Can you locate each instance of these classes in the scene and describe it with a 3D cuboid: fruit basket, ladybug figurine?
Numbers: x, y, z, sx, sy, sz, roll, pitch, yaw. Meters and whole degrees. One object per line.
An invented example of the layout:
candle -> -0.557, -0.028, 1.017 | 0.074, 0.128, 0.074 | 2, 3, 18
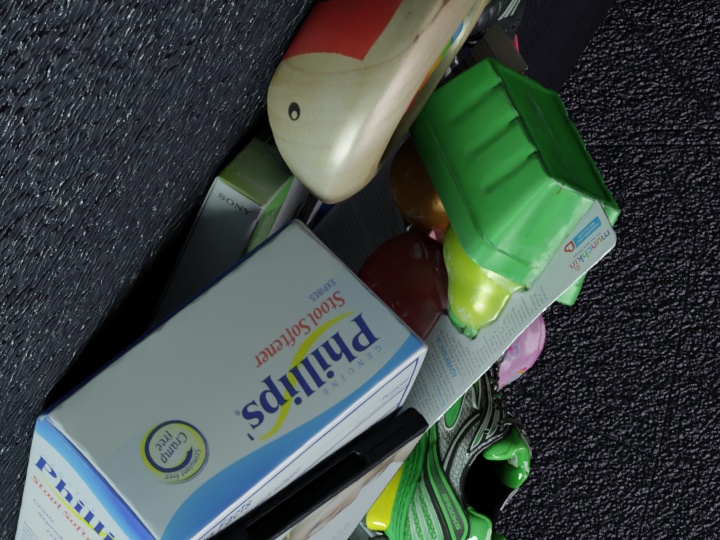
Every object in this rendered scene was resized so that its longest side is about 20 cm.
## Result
fruit basket -> 0.051, -0.011, 1.405 | 0.200, 0.094, 0.185 | -52, -140, 28
ladybug figurine -> 0.012, -0.126, 1.332 | 0.200, 0.072, 0.136 | -56, 175, -32

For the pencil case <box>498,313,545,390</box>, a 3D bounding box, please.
pencil case -> 0.023, 0.060, 1.519 | 0.200, 0.087, 0.088 | -27, 153, -41

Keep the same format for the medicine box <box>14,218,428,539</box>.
medicine box -> -0.079, 0.100, 1.309 | 0.182, 0.103, 0.200 | -39, 165, -27

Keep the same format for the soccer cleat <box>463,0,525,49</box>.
soccer cleat -> 0.081, -0.178, 1.672 | 0.200, 0.067, 0.081 | -53, 143, -60

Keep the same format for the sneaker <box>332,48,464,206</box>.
sneaker -> 0.012, -0.091, 1.516 | 0.200, 0.115, 0.076 | 77, 3, -49

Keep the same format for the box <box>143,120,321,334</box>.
box -> -0.055, -0.034, 1.417 | 0.145, 0.036, 0.200 | -63, 175, 34

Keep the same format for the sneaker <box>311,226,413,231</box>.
sneaker -> 0.000, 0.000, 1.579 | 0.115, 0.075, 0.200 | -29, -175, 22

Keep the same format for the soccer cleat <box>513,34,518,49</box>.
soccer cleat -> 0.081, -0.095, 1.690 | 0.200, 0.068, 0.073 | -79, -176, -58

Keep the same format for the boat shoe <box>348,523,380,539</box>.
boat shoe -> -0.029, 0.126, 1.558 | 0.068, 0.199, 0.074 | -41, 162, -26

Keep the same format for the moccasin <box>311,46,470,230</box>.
moccasin -> 0.018, -0.096, 1.645 | 0.200, 0.080, 0.068 | -44, -167, 46

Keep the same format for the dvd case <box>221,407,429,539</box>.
dvd case -> -0.054, 0.156, 1.287 | 0.200, 0.018, 0.143 | -32, 162, -45

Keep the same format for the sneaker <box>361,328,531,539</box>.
sneaker -> 0.066, 0.091, 1.428 | 0.078, 0.085, 0.200 | 52, 41, -45
